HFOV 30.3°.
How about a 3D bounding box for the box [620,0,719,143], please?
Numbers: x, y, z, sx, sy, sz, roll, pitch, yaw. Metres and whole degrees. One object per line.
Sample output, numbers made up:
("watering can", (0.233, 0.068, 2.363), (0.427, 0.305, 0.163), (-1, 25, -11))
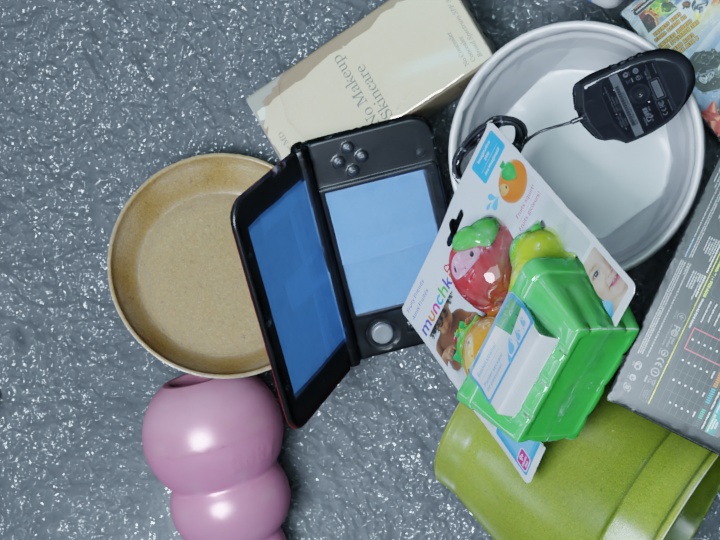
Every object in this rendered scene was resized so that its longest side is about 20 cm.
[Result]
("box", (0.327, -0.216, 1.061), (0.199, 0.040, 0.137), (-38, 83, 13))

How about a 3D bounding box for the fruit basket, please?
("fruit basket", (0.103, 0.022, 0.977), (0.200, 0.093, 0.187), (51, 130, 36))

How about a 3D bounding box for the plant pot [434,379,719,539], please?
("plant pot", (0.168, 0.162, 1.055), (0.192, 0.200, 0.202), (32, 100, 22))

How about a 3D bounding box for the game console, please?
("game console", (0.000, 0.000, 1.068), (0.170, 0.119, 0.202), (-14, 114, 1))

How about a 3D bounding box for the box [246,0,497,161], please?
("box", (0.014, -0.159, 1.123), (0.199, 0.078, 0.096), (-33, 85, 13))

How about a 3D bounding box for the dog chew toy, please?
("dog chew toy", (-0.116, 0.188, 1.157), (0.123, 0.125, 0.203), (-12, 97, 14))

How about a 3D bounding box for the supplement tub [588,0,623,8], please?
("supplement tub", (0.142, -0.306, 1.057), (0.198, 0.132, 0.133), (28, 99, 11))

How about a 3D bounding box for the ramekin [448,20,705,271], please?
("ramekin", (0.177, -0.094, 1.072), (0.198, 0.105, 0.203), (1, 94, 14))

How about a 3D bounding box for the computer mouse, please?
("computer mouse", (0.158, -0.114, 1.010), (0.198, 0.034, 0.059), (-21, 108, 19))

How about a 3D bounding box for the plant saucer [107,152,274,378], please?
("plant saucer", (-0.119, -0.002, 1.154), (0.197, 0.035, 0.203), (2, 73, -7))

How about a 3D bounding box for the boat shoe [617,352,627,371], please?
("boat shoe", (0.163, 0.037, 1.096), (0.199, 0.072, 0.061), (17, 80, 0))

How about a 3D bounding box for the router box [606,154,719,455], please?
("router box", (0.281, 0.032, 0.924), (0.149, 0.062, 0.202), (26, 99, 14))
